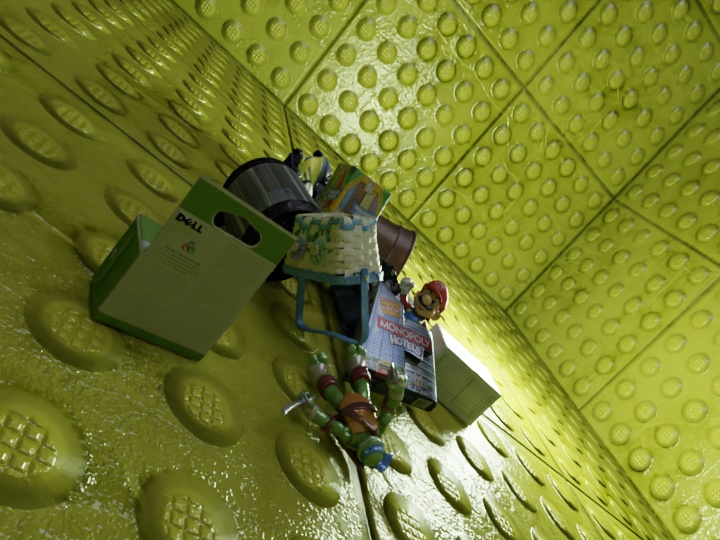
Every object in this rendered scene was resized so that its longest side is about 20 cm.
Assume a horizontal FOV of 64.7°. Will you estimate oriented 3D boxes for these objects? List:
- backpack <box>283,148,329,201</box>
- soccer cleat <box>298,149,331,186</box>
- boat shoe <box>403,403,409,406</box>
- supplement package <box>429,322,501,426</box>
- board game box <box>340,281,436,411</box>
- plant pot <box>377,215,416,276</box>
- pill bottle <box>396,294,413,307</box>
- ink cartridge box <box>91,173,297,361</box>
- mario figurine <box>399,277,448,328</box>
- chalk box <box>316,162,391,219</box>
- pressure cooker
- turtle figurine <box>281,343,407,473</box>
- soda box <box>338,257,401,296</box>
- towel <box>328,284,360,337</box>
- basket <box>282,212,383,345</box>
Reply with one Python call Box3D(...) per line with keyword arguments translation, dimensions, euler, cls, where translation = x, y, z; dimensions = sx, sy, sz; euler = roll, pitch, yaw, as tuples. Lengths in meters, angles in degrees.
Box3D(translation=(-0.139, -0.205, 1.536), dimensions=(0.198, 0.135, 0.184), euler=(38, 14, -24), cls="backpack")
Box3D(translation=(-0.134, -0.229, 1.365), dimensions=(0.086, 0.063, 0.201), euler=(62, 34, -18), cls="soccer cleat")
Box3D(translation=(0.064, 0.175, 1.143), dimensions=(0.073, 0.063, 0.203), euler=(-14, 53, -22), cls="boat shoe")
Box3D(translation=(0.217, 0.245, 1.335), dimensions=(0.199, 0.114, 0.110), euler=(41, 14, -19), cls="supplement package")
Box3D(translation=(0.064, 0.131, 1.058), dimensions=(0.195, 0.062, 0.205), euler=(24, 46, -23), cls="board game box")
Box3D(translation=(0.020, -0.073, 1.554), dimensions=(0.195, 0.203, 0.201), euler=(32, 15, -11), cls="plant pot")
Box3D(translation=(0.038, 0.051, 1.362), dimensions=(0.201, 0.113, 0.112), euler=(49, 14, 20), cls="pill bottle")
Box3D(translation=(-0.189, -0.012, 0.652), dimensions=(0.146, 0.201, 0.076), euler=(32, 16, -40), cls="ink cartridge box")
Box3D(translation=(0.112, 0.096, 1.232), dimensions=(0.124, 0.200, 0.106), euler=(49, -9, -22), cls="mario figurine")
Box3D(translation=(-0.041, -0.138, 1.383), dimensions=(0.122, 0.204, 0.124), euler=(33, -2, -27), cls="chalk box")
Box3D(translation=(-0.167, -0.107, 1.058), dimensions=(0.174, 0.179, 0.202), euler=(23, 25, -49), cls="pressure cooker")
Box3D(translation=(-0.015, 0.158, 0.794), dimensions=(0.201, 0.143, 0.194), euler=(50, 1, -29), cls="turtle figurine")
Box3D(translation=(0.000, 0.000, 1.204), dimensions=(0.198, 0.063, 0.072), euler=(31, -31, 50), cls="soda box")
Box3D(translation=(-0.003, 0.068, 1.218), dimensions=(0.201, 0.107, 0.050), euler=(-115, -162, -63), cls="towel")
Box3D(translation=(-0.050, 0.009, 0.943), dimensions=(0.173, 0.209, 0.136), euler=(6, 10, 43), cls="basket")
